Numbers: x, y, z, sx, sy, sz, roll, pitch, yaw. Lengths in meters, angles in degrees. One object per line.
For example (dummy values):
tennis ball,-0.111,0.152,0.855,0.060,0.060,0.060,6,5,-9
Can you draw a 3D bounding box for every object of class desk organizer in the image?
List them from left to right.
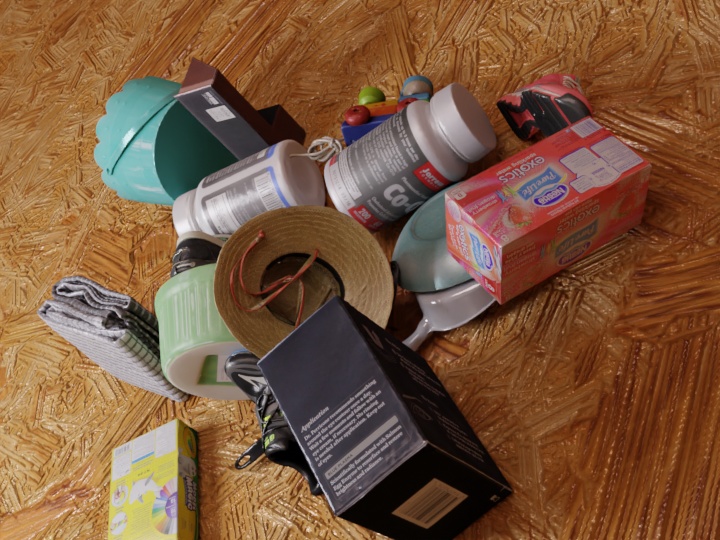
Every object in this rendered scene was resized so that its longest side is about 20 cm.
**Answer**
desk organizer,-0.169,-0.224,1.513,0.072,0.200,0.077,-9,53,35

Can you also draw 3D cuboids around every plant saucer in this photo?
plant saucer,0.113,-0.057,1.239,0.201,0.039,0.201,-27,29,16

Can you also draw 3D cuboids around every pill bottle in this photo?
pill bottle,-0.159,-0.097,1.475,0.200,0.114,0.114,-21,49,26
pill bottle,0.063,-0.141,1.315,0.200,0.114,0.114,-32,45,26

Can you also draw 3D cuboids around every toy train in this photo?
toy train,0.005,-0.206,1.421,0.199,0.085,0.116,-6,42,13

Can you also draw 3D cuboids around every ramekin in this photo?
ramekin,-0.153,0.082,1.284,0.200,0.200,0.098,-21,56,25

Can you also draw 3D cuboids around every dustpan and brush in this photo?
dustpan and brush,0.093,0.040,1.222,0.200,0.057,0.140,-39,29,-4

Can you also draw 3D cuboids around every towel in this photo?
towel,-0.324,0.087,1.437,0.200,0.166,0.086,11,61,42

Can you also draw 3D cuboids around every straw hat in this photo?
straw hat,-0.069,0.024,1.186,0.201,0.201,0.085,-62,6,-15

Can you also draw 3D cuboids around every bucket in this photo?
bucket,-0.284,-0.192,1.590,0.135,0.207,0.208,14,69,39

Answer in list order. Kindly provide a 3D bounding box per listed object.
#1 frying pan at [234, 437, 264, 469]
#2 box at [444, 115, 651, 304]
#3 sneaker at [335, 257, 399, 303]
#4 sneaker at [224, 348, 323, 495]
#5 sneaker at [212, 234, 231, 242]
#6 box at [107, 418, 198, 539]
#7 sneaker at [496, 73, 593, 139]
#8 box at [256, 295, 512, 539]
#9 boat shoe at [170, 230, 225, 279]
frying pan,-0.067,0.185,1.245,0.115,0.031,0.190,31,111,16
box,0.199,-0.066,1.117,0.200,0.095,0.103,-29,51,-18
sneaker,0.000,0.000,1.275,0.112,0.077,0.200,-60,40,44
sneaker,-0.085,0.168,1.182,0.200,0.083,0.071,49,135,11
sneaker,-0.142,-0.016,1.391,0.199,0.089,0.077,-9,97,17
box,-0.260,0.298,1.317,0.117,0.048,0.200,-27,44,21
sneaker,0.231,-0.206,1.238,0.087,0.074,0.200,-38,16,-6
box,0.025,0.160,1.064,0.117,0.197,0.200,-40,51,9
boat shoe,-0.145,0.018,1.334,0.068,0.200,0.072,-86,22,-46
